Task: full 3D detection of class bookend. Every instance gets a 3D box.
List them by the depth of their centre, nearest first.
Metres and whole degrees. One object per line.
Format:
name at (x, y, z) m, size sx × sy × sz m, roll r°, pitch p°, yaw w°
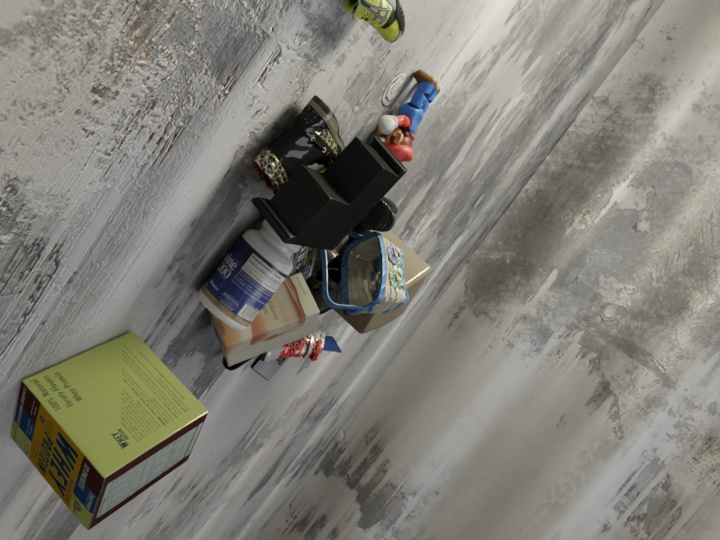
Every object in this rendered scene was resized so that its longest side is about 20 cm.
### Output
bookend at (-0.045, -0.139, 1.083) m, size 0.199 × 0.092 × 0.199 m, roll -45°, pitch 165°, yaw 14°

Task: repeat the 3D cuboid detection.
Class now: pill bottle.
pill bottle at (-0.192, -0.001, 1.190) m, size 0.201 × 0.111 × 0.111 m, roll -51°, pitch 164°, yaw 0°

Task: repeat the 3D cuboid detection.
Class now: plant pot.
plant pot at (0.024, 0.034, 1.646) m, size 0.177 × 0.199 × 0.201 m, roll -40°, pitch 165°, yaw -43°

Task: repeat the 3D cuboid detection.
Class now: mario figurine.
mario figurine at (0.081, -0.316, 1.367) m, size 0.122 × 0.105 × 0.203 m, roll 29°, pitch 89°, yaw -37°

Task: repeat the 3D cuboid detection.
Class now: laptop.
laptop at (-0.167, 0.237, 1.761) m, size 0.200 × 0.115 × 0.188 m, roll -48°, pitch 163°, yaw -11°

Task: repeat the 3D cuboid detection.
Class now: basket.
basket at (0.000, 0.000, 1.351) m, size 0.197 × 0.180 × 0.138 m, roll 10°, pitch 153°, yaw -34°

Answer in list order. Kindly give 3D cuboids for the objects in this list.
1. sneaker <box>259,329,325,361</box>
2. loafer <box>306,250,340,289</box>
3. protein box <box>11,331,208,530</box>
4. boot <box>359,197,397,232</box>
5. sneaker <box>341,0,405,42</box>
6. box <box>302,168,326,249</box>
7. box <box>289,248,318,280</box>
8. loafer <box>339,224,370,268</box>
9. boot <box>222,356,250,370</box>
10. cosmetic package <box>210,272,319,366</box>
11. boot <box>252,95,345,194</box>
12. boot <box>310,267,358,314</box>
sneaker at (-0.143, 0.167, 1.472) m, size 0.068 × 0.107 × 0.201 m, roll -62°, pitch 173°, yaw 21°
loafer at (-0.090, 0.000, 1.542) m, size 0.075 × 0.069 × 0.201 m, roll -43°, pitch 162°, yaw -24°
protein box at (-0.387, 0.239, 1.022) m, size 0.199 × 0.198 × 0.136 m, roll -27°, pitch 153°, yaw -53°
boot at (0.034, -0.129, 1.440) m, size 0.067 × 0.163 × 0.199 m, roll -66°, pitch 159°, yaw 8°
sneaker at (0.009, -0.401, 0.972) m, size 0.076 × 0.076 × 0.200 m, roll -43°, pitch 153°, yaw 2°
box at (-0.051, -0.141, 1.258) m, size 0.198 × 0.035 × 0.112 m, roll -35°, pitch 132°, yaw -20°
box at (-0.151, -0.022, 1.371) m, size 0.161 × 0.049 × 0.202 m, roll -42°, pitch 162°, yaw -36°
loafer at (0.003, -0.064, 1.551) m, size 0.069 × 0.069 × 0.204 m, roll 99°, pitch 6°, yaw -55°
boot at (-0.228, 0.156, 1.497) m, size 0.201 × 0.074 × 0.097 m, roll -49°, pitch 161°, yaw -16°
cosmetic package at (-0.190, 0.096, 1.309) m, size 0.197 × 0.104 × 0.088 m, roll -21°, pitch 152°, yaw -20°
boot at (-0.101, -0.189, 1.120) m, size 0.154 × 0.073 × 0.204 m, roll -44°, pitch 163°, yaw -9°
boot at (-0.084, 0.040, 1.501) m, size 0.195 × 0.071 × 0.132 m, roll -10°, pitch 148°, yaw 14°
